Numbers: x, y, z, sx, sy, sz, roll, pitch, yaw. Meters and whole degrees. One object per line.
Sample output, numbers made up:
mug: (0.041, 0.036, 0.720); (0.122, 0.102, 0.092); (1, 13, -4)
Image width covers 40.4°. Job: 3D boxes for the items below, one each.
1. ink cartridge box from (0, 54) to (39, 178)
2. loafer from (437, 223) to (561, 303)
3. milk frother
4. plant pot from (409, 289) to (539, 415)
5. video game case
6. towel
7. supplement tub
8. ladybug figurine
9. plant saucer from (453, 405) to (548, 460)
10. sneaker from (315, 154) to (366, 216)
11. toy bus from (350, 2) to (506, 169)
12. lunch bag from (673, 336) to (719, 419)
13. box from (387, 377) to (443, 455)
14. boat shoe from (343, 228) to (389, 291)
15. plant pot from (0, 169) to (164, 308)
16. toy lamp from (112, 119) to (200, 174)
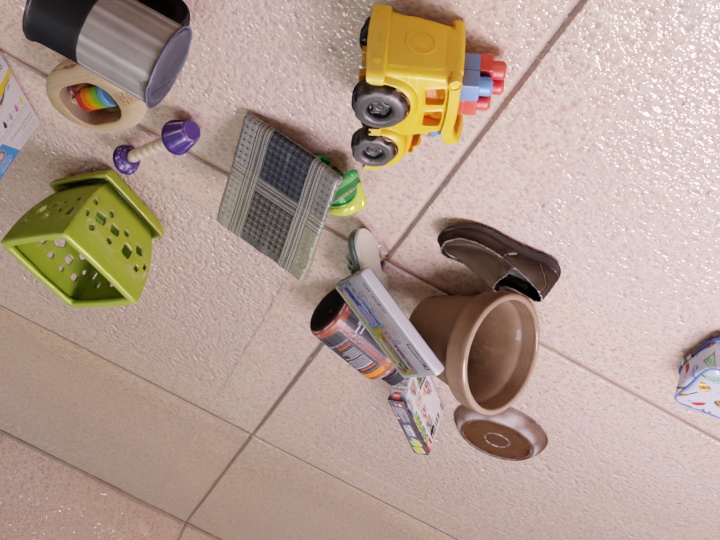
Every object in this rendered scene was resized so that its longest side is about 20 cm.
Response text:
ink cartridge box: (-0.657, -0.275, 1.605); (0.142, 0.149, 0.201); (11, 146, 19)
loafer: (0.207, -0.010, 1.492); (0.197, 0.072, 0.073); (19, 148, 7)
milk frother: (-0.305, -0.348, 1.240); (0.186, 0.182, 0.200); (28, 154, 0)
plant pot: (0.173, 0.117, 1.620); (0.173, 0.201, 0.201); (17, 153, 46)
video game case: (0.044, 0.089, 1.591); (0.201, 0.022, 0.182); (53, 164, -3)
towel: (-0.126, -0.111, 1.499); (0.191, 0.034, 0.202); (34, 124, 17)
supplement tub: (0.008, 0.127, 1.788); (0.200, 0.108, 0.106); (41, 144, -24)
ladybug figurine: (-0.394, -0.279, 1.497); (0.197, 0.073, 0.136); (0, 142, 33)
plant saucer: (0.279, 0.332, 1.979); (0.197, 0.032, 0.202); (18, 147, 12)
sneaker: (-0.073, -0.139, 1.510); (0.197, 0.074, 0.085); (11, 113, 33)
toy bus: (0.085, -0.221, 1.236); (0.188, 0.138, 0.201); (5, 149, 0)
lunch bag: (0.592, 0.183, 1.519); (0.197, 0.076, 0.161); (22, 150, 2)
box: (0.111, 0.262, 1.913); (0.034, 0.111, 0.201); (6, 143, 26)
boat shoe: (0.000, 0.000, 1.644); (0.061, 0.074, 0.201); (6, 149, 19)
plant pot: (-0.486, -0.063, 1.766); (0.196, 0.183, 0.201); (-5, 138, 36)
toy lamp: (-0.329, -0.201, 1.583); (0.198, 0.059, 0.058); (-15, 132, 45)
